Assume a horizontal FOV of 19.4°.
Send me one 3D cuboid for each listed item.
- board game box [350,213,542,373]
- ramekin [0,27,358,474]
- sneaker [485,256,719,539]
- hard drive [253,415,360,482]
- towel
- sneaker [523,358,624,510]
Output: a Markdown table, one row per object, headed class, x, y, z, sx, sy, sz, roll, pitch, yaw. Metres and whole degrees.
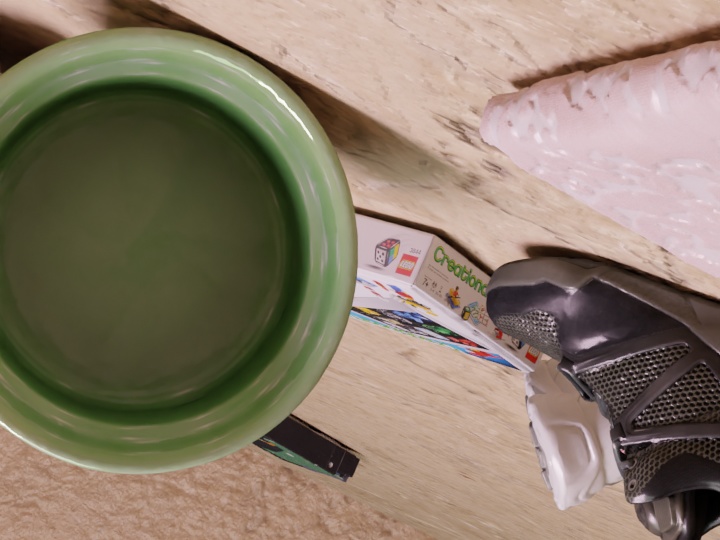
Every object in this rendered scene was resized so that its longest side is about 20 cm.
| class | x | y | z | sx | sy | sz | roll | pitch | yaw |
| --- | --- | --- | --- | --- | --- | --- | --- | --- | --- |
| board game box | 0.000 | 0.000 | 1.221 | 0.199 | 0.035 | 0.126 | 16 | 167 | 43 |
| ramekin | -0.105 | -0.010 | 0.991 | 0.199 | 0.201 | 0.098 | 27 | 177 | -8 |
| sneaker | 0.129 | 0.064 | 1.014 | 0.199 | 0.115 | 0.076 | 22 | 168 | 32 |
| hard drive | -0.111 | 0.174 | 2.380 | 0.200 | 0.038 | 0.139 | 34 | 167 | -36 |
| towel | 0.156 | -0.020 | 0.751 | 0.190 | 0.032 | 0.200 | 29 | 169 | -17 |
| sneaker | 0.146 | 0.085 | 1.189 | 0.099 | 0.078 | 0.200 | -15 | -173 | 4 |
